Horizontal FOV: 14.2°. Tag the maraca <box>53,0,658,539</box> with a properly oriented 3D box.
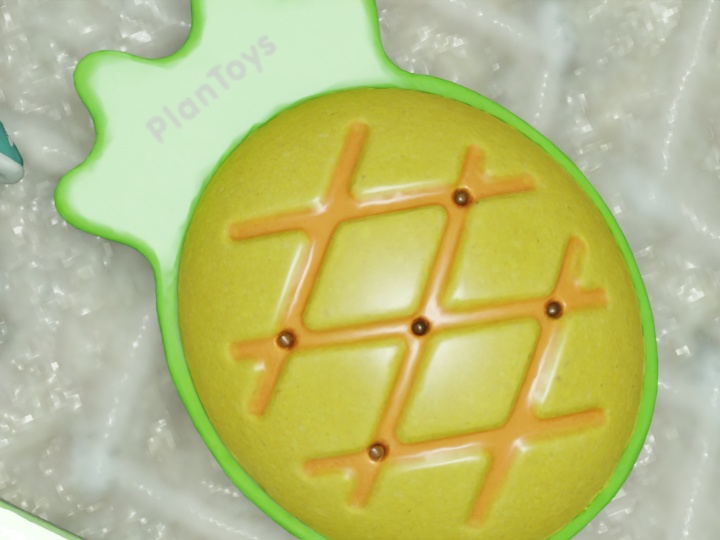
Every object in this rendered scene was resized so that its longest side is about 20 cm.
[{"bbox_3d":[0.000,0.000,0.846,0.137,0.107,0.200,-40,91,-6],"label":"maraca"}]

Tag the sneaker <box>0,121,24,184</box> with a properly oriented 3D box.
[{"bbox_3d":[-0.183,0.008,0.844,0.093,0.070,0.200,42,81,4],"label":"sneaker"}]

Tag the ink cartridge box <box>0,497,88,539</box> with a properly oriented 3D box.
[{"bbox_3d":[-0.112,0.174,0.844,0.117,0.067,0.200,26,83,-5],"label":"ink cartridge box"}]
